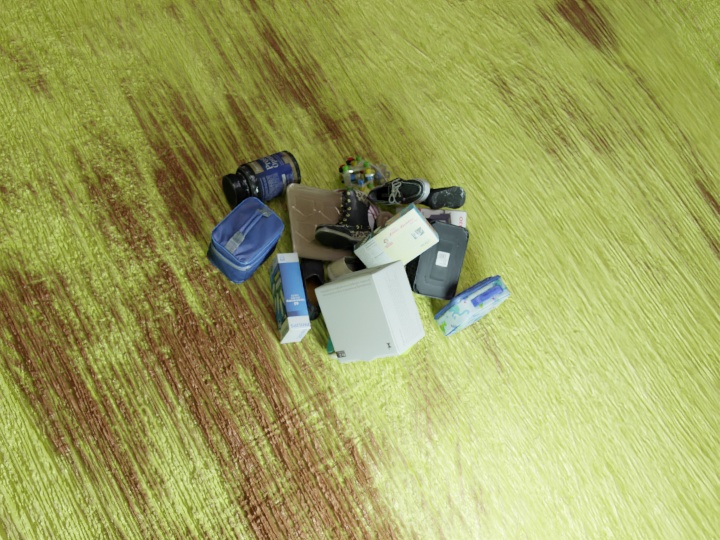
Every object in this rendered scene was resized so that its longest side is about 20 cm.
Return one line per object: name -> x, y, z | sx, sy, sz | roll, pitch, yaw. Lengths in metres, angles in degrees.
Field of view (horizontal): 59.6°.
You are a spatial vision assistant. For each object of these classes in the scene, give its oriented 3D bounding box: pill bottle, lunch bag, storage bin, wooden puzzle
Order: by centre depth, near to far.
lunch bag -> -0.287, -0.086, 1.606 | 0.135, 0.133, 0.201 | 39, 59, 0
pill bottle -> -0.268, -0.244, 1.700 | 0.198, 0.112, 0.113 | -25, 77, -30
wooden puzzle -> -0.118, -0.123, 1.702 | 0.182, 0.046, 0.205 | 7, 68, -35
storage bin -> 0.203, -0.034, 1.722 | 0.132, 0.094, 0.205 | 11, 97, -22
lunch bag -> 0.312, 0.094, 1.745 | 0.198, 0.161, 0.083 | -26, 77, -29

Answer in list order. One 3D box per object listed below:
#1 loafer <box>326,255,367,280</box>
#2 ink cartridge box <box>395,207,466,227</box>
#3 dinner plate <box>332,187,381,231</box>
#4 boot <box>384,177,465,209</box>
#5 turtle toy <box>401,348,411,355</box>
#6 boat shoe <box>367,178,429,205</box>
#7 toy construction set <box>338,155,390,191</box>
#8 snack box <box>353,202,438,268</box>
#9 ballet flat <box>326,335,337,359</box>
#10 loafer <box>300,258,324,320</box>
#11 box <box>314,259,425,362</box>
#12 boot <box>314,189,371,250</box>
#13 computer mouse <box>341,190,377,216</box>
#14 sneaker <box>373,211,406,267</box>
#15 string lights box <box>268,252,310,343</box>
loafer -> 0.000, 0.000, 1.695 | 0.197, 0.068, 0.077 | -3, 65, -45
ink cartridge box -> 0.200, -0.104, 1.807 | 0.196, 0.084, 0.149 | 0, 96, -22
dinner plate -> -0.025, -0.144, 1.803 | 0.196, 0.024, 0.204 | 9, 63, -17
boot -> 0.189, -0.229, 1.855 | 0.163, 0.198, 0.067 | -6, 107, -42
turtle toy -> 0.080, 0.129, 1.661 | 0.101, 0.144, 0.204 | -18, 90, -59
boat shoe -> 0.104, -0.223, 1.777 | 0.067, 0.197, 0.076 | -5, 97, -45
toy construction set -> 0.009, -0.284, 1.816 | 0.199, 0.128, 0.094 | -30, 115, -63
snack box -> 0.092, -0.071, 1.633 | 0.116, 0.198, 0.037 | 47, 22, -23
ballet flat -> -0.045, 0.140, 1.645 | 0.068, 0.070, 0.204 | 18, 62, -13
loafer -> -0.121, 0.026, 1.654 | 0.071, 0.072, 0.204 | 5, 64, -18
box -> 0.023, 0.102, 1.532 | 0.130, 0.196, 0.204 | -26, 99, -50
boot -> -0.046, -0.140, 1.685 | 0.201, 0.073, 0.157 | 10, 65, -42
computer mouse -> 0.030, -0.170, 1.805 | 0.197, 0.034, 0.059 | 28, 58, -8
sneaker -> 0.080, -0.065, 1.753 | 0.068, 0.109, 0.205 | -10, 97, -3
string lights box -> -0.181, 0.070, 1.592 | 0.058, 0.103, 0.204 | -3, 67, -23
